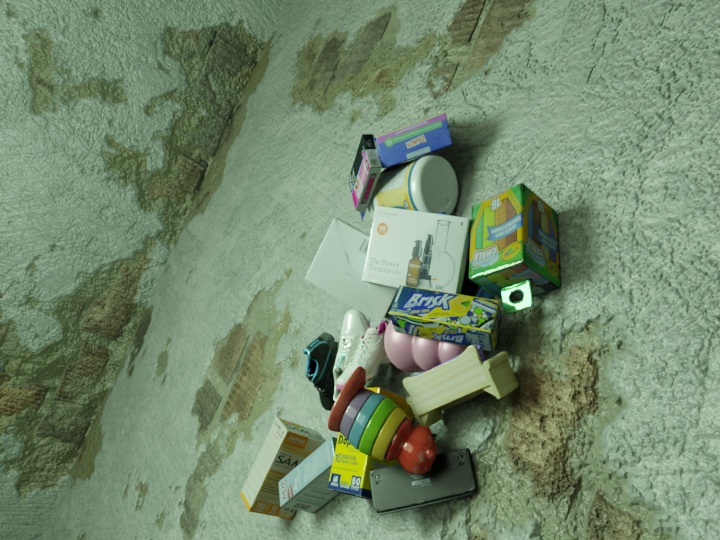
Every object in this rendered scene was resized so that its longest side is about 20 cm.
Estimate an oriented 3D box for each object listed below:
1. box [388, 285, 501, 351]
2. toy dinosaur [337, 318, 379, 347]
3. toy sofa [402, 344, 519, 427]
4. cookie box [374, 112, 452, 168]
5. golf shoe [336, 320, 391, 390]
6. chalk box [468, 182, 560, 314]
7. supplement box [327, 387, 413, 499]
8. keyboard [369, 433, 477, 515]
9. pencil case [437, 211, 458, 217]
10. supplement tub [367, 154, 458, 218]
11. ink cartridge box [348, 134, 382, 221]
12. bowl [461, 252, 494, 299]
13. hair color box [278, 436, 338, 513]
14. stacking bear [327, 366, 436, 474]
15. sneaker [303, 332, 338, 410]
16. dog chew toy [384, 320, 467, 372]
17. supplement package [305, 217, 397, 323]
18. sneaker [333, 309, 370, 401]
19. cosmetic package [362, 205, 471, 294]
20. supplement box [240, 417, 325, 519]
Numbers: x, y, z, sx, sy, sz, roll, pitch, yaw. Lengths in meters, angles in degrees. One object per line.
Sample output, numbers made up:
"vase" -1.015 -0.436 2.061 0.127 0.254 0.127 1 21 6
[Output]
"box" 0.155 0.086 1.060 0.194 0.065 0.071 9 53 26
"toy dinosaur" -0.016 0.188 1.378 0.198 0.076 0.104 -17 43 54
"toy sofa" 0.177 0.205 1.044 0.198 0.082 0.100 -35 72 37
"cookie box" 0.118 -0.304 1.359 0.166 0.077 0.200 -18 11 3
"golf shoe" 0.012 0.179 1.225 0.074 0.094 0.198 -15 13 48
"chalk box" 0.279 -0.026 1.048 0.123 0.122 0.206 -22 51 44
"supplement box" 0.024 0.351 1.163 0.107 0.108 0.206 -14 57 48
"keyboard" 0.108 0.360 1.050 0.194 0.021 0.130 -17 57 14
"pencil case" 0.152 -0.022 1.187 0.205 0.085 0.078 -64 13 -2
"supplement tub" 0.117 -0.181 1.356 0.197 0.143 0.149 -5 63 52
"ink cartridge box" 0.005 -0.215 1.361 0.202 0.036 0.097 109 152 -57
"bowl" 0.201 0.019 1.202 0.199 0.039 0.206 -33 44 38
"hair color box" -0.083 0.449 1.255 0.200 0.098 0.062 -46 38 25
"stacking bear" 0.048 0.288 1.037 0.114 0.196 0.124 -46 -24 -40
"sneaker" -0.095 0.246 1.350 0.072 0.081 0.206 17 122 42
"dog chew toy" 0.140 0.145 1.137 0.196 0.123 0.128 4 71 46
"supplement package" 0.000 0.000 1.289 0.150 0.188 0.200 -61 -3 1
"sneaker" -0.026 0.189 1.263 0.073 0.088 0.207 3 88 30
"cosmetic package" 0.110 -0.036 1.129 0.194 0.051 0.156 9 85 23
"supplement box" -0.180 0.466 1.353 0.073 0.124 0.205 25 89 57
